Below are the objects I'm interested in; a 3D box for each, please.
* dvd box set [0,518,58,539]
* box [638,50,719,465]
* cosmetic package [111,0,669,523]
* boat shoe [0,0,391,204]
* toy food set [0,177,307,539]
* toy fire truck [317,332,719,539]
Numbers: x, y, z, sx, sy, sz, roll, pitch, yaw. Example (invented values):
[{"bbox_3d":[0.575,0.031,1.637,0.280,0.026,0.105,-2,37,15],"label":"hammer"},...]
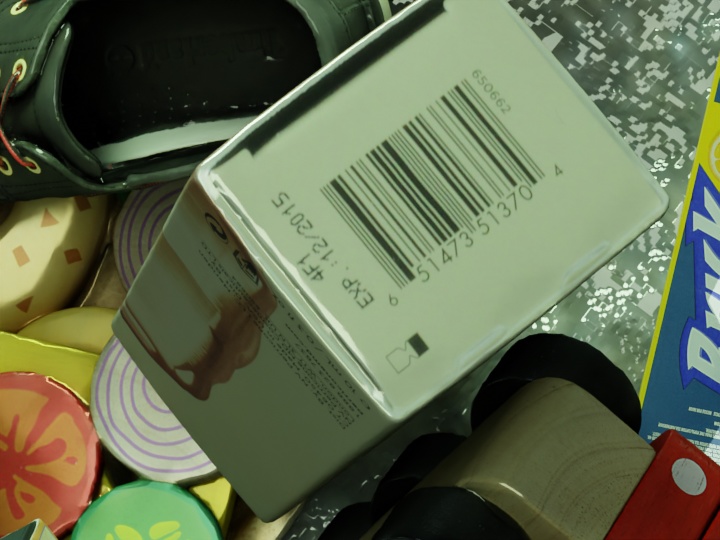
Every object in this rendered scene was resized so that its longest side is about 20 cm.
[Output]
[{"bbox_3d":[-0.098,0.187,0.835,0.146,0.029,0.200,-30,107,18],"label":"dvd box set"},{"bbox_3d":[0.132,0.002,0.878,0.064,0.070,0.200,13,80,13],"label":"box"},{"bbox_3d":[0.000,0.000,0.801,0.103,0.200,0.087,-38,87,-18],"label":"cosmetic package"},{"bbox_3d":[-0.092,-0.060,0.877,0.201,0.063,0.074,-10,101,20],"label":"boat shoe"},{"bbox_3d":[-0.098,0.029,0.930,0.198,0.049,0.200,11,79,13],"label":"toy food set"},{"bbox_3d":[0.066,0.150,0.812,0.200,0.176,0.129,40,47,-2],"label":"toy fire truck"}]
